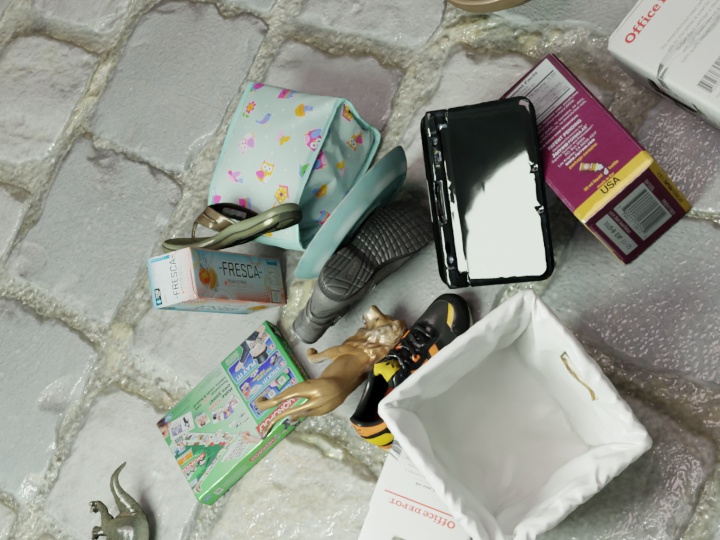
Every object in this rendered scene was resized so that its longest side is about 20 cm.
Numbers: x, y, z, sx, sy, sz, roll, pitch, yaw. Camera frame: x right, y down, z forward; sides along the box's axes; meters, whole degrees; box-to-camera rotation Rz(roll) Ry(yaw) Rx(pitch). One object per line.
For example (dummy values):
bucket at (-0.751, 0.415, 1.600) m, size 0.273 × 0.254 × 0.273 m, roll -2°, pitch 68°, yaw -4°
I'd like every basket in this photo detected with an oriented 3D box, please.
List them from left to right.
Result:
basket at (0.146, 0.160, 1.386) m, size 0.200 × 0.161 × 0.198 m, roll -37°, pitch 82°, yaw -8°

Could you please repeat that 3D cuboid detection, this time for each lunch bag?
lunch bag at (-0.094, -0.123, 1.756) m, size 0.170 × 0.122 × 0.200 m, roll 14°, pitch 76°, yaw 36°

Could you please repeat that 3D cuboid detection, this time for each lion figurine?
lion figurine at (-0.028, 0.125, 1.598) m, size 0.122 × 0.072 × 0.200 m, roll -13°, pitch 28°, yaw 40°

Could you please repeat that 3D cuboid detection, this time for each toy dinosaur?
toy dinosaur at (-0.301, 0.344, 1.727) m, size 0.102 × 0.077 × 0.200 m, roll 9°, pitch 69°, yaw 23°

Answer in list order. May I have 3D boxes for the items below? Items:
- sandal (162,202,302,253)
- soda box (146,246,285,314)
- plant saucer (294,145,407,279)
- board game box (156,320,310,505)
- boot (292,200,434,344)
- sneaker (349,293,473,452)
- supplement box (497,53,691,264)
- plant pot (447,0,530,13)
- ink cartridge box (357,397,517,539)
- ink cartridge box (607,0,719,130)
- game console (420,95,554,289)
sandal at (-0.157, -0.059, 1.685) m, size 0.201 × 0.080 × 0.057 m, roll -18°, pitch 90°, yaw 31°
soda box at (-0.173, 0.015, 1.694) m, size 0.068 × 0.200 × 0.064 m, roll -14°, pitch 79°, yaw 27°
plant saucer at (-0.004, -0.063, 1.645) m, size 0.027 × 0.200 × 0.200 m, roll 38°, pitch 93°, yaw 6°
board game box at (-0.153, 0.177, 1.720) m, size 0.200 × 0.029 × 0.135 m, roll -43°, pitch 54°, yaw 10°
boot at (0.000, 0.000, 1.662) m, size 0.070 × 0.200 × 0.132 m, roll 49°, pitch 145°, yaw 12°
sneaker at (0.058, 0.110, 1.573) m, size 0.070 × 0.090 × 0.200 m, roll 26°, pitch 85°, yaw 38°
supplement box at (0.251, -0.123, 1.527) m, size 0.103 × 0.131 × 0.200 m, roll -42°, pitch 52°, yaw 10°
plant pot at (0.187, -0.398, 1.713) m, size 0.201 × 0.093 × 0.201 m, roll -14°, pitch 63°, yaw 29°
ink cartridge box at (0.085, 0.224, 1.497) m, size 0.116 × 0.068 × 0.200 m, roll 19°, pitch 79°, yaw 13°
ink cartridge box at (0.397, -0.243, 1.515) m, size 0.147 × 0.083 × 0.200 m, roll -51°, pitch 52°, yaw 3°
game console at (0.139, -0.085, 1.556) m, size 0.116 × 0.176 × 0.200 m, roll -7°, pitch 93°, yaw 0°
